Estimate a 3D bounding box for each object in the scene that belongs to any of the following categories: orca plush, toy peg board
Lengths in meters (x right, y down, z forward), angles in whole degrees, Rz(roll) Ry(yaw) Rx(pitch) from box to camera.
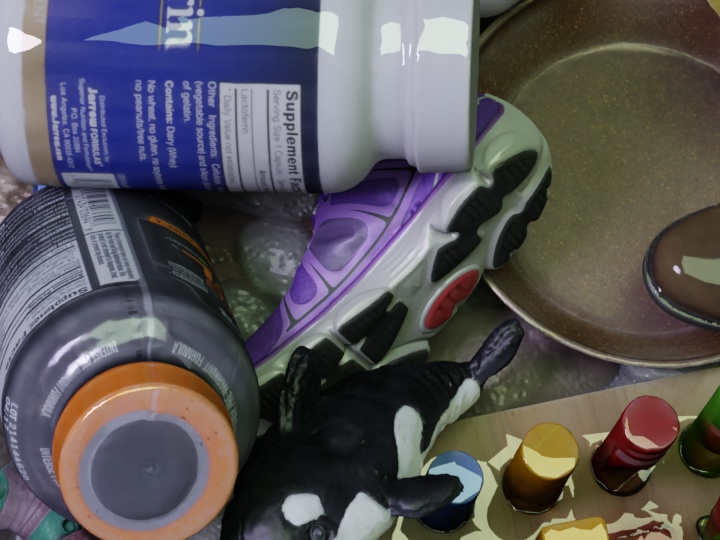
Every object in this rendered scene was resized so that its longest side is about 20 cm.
[{"bbox_3d":[0.000,0.061,1.148,0.200,0.105,0.071,-32,112,-37],"label":"orca plush"},{"bbox_3d":[0.114,0.140,1.180,0.199,0.098,0.200,-10,71,-10],"label":"toy peg board"}]

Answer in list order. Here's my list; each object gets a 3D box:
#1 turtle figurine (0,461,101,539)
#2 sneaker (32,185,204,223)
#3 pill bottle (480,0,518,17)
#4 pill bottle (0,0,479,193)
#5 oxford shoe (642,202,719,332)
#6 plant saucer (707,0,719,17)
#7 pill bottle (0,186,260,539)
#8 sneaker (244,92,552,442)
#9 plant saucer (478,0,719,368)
[{"bbox_3d":[-0.090,0.173,1.149,0.200,0.101,0.150,36,111,9],"label":"turtle figurine"},{"bbox_3d":[-0.120,-0.107,1.264,0.078,0.070,0.201,-5,78,-9],"label":"sneaker"},{"bbox_3d":[0.063,-0.191,1.287,0.200,0.111,0.111,-41,79,-18],"label":"pill bottle"},{"bbox_3d":[-0.050,-0.091,1.162,0.199,0.116,0.116,2,70,3],"label":"pill bottle"},{"bbox_3d":[0.223,-0.018,1.209,0.199,0.084,0.073,-8,71,9],"label":"oxford shoe"},{"bbox_3d":[0.283,-0.127,1.272,0.200,0.048,0.200,-47,109,-21],"label":"plant saucer"},{"bbox_3d":[-0.100,0.041,1.132,0.106,0.200,0.107,-4,113,-11],"label":"pill bottle"},{"bbox_3d":[0.000,0.000,1.228,0.200,0.081,0.083,-46,55,-4],"label":"sneaker"},{"bbox_3d":[0.133,-0.045,1.282,0.200,0.037,0.201,2,70,-5],"label":"plant saucer"}]
